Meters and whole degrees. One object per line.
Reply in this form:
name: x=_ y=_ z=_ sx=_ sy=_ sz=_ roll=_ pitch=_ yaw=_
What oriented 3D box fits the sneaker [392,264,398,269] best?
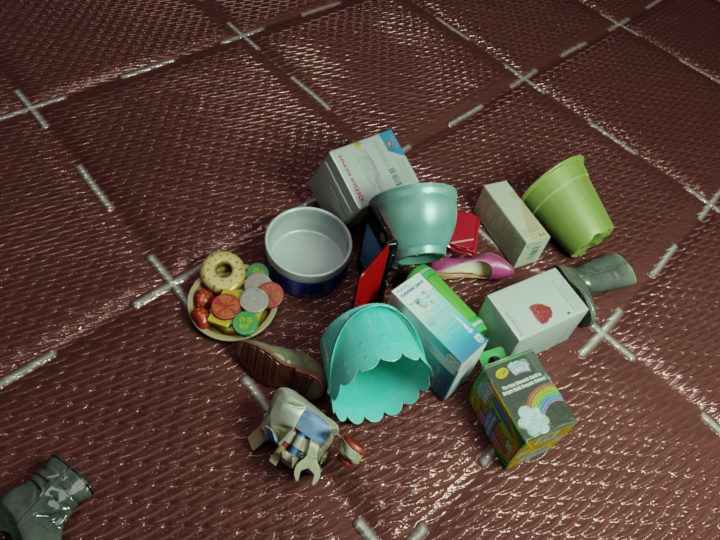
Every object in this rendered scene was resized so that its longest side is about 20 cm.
sneaker: x=0.135 y=-0.060 z=1.341 sx=0.195 sy=0.076 sz=0.094 roll=-23 pitch=66 yaw=-17

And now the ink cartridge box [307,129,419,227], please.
ink cartridge box: x=0.005 y=-0.211 z=1.341 sx=0.197 sy=0.146 sz=0.150 roll=-27 pitch=85 yaw=-33

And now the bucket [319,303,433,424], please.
bucket: x=0.022 y=0.170 z=1.050 sx=0.200 sy=0.211 sz=0.137 roll=-11 pitch=49 yaw=-19

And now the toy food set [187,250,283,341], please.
toy food set: x=-0.262 y=0.057 z=1.179 sx=0.191 sy=0.049 sz=0.204 roll=17 pitch=50 yaw=3

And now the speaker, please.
speaker: x=0.180 y=0.081 z=1.220 sx=0.087 sy=0.090 sz=0.201 roll=-27 pitch=61 yaw=-28

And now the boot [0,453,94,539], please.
boot: x=-0.466 y=0.385 z=0.872 sx=0.199 sy=0.071 sz=0.131 roll=40 pitch=50 yaw=15

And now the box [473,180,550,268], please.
box: x=0.373 y=-0.118 z=1.409 sx=0.075 sy=0.096 sz=0.203 roll=-13 pitch=56 yaw=-21

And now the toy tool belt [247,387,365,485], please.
toy tool belt: x=-0.098 y=0.306 z=0.985 sx=0.197 sy=0.125 sz=0.125 roll=32 pitch=84 yaw=20

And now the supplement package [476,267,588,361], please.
supplement package: x=0.361 y=0.103 z=1.212 sx=0.195 sy=0.122 sz=0.123 roll=-19 pitch=57 yaw=-23

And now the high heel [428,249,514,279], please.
high heel: x=0.254 y=0.003 z=1.300 sx=0.194 sy=0.069 sz=0.097 roll=17 pitch=40 yaw=10

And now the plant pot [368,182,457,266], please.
plant pot: x=0.120 y=-0.088 z=1.216 sx=0.193 sy=0.200 sz=0.139 roll=-4 pitch=80 yaw=-13

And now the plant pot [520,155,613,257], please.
plant pot: x=0.528 y=-0.145 z=1.417 sx=0.195 sy=0.201 sz=0.194 roll=-21 pitch=70 yaw=-25

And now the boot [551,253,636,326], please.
boot: x=0.571 y=0.042 z=1.344 sx=0.193 sy=0.073 sz=0.186 roll=-2 pitch=54 yaw=-21

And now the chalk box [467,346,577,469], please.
chalk box: x=0.293 y=0.245 z=1.087 sx=0.121 sy=0.126 sz=0.203 roll=-13 pitch=54 yaw=-19

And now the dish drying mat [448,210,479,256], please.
dish drying mat: x=0.251 y=-0.097 z=1.377 sx=0.074 sy=0.019 sz=0.201 roll=15 pitch=33 yaw=6

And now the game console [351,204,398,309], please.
game console: x=0.000 y=0.000 z=1.173 sx=0.115 sy=0.203 sz=0.175 roll=-14 pitch=54 yaw=-22

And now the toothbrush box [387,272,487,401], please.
toothbrush box: x=0.140 y=0.132 z=1.131 sx=0.084 sy=0.149 sz=0.200 roll=-29 pitch=62 yaw=-30

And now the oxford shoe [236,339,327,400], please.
oxford shoe: x=-0.150 y=0.184 z=1.101 sx=0.195 sy=0.072 sz=0.075 roll=26 pitch=26 yaw=10

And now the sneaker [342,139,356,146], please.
sneaker: x=-0.062 y=-0.277 z=1.464 sx=0.073 sy=0.071 sz=0.204 roll=18 pitch=51 yaw=-4

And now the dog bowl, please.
dog bowl: x=-0.118 y=-0.043 z=1.266 sx=0.192 sy=0.080 sz=0.205 roll=5 pitch=51 yaw=-6
